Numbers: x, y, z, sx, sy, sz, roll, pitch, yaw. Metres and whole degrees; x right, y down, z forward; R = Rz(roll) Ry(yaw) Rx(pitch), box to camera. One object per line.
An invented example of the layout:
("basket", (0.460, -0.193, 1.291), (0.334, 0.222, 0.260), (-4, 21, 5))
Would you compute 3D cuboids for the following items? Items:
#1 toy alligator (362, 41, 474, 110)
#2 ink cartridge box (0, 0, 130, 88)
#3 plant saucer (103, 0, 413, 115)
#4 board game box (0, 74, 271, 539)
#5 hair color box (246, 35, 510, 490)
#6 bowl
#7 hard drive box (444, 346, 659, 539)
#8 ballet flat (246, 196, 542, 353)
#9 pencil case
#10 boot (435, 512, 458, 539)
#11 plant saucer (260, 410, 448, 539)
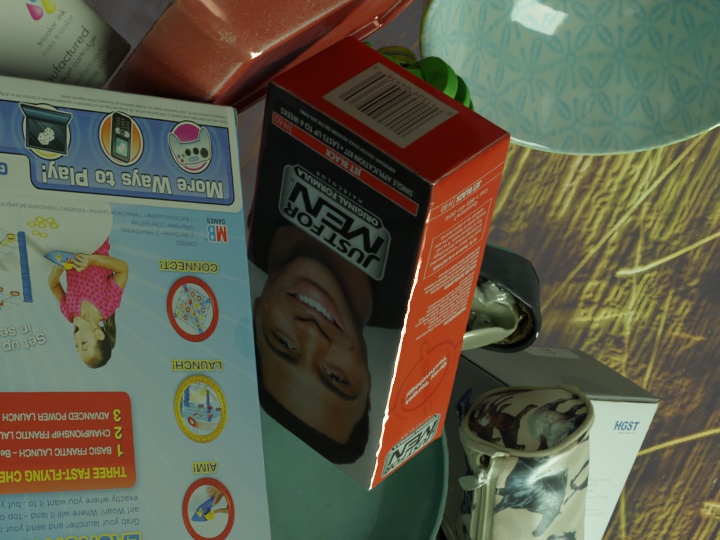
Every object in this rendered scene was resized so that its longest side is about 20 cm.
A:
("toy alligator", (0.041, -0.065, 1.010), (0.054, 0.060, 0.200), (-13, 147, 7))
("ink cartridge box", (-0.200, -0.108, 0.745), (0.116, 0.067, 0.200), (-54, 140, -4))
("plant saucer", (-0.024, -0.119, 0.841), (0.200, 0.200, 0.037), (-35, 91, -26))
("board game box", (-0.132, 0.026, 0.723), (0.199, 0.056, 0.197), (4, 77, -44))
("hair color box", (0.000, 0.000, 0.890), (0.061, 0.101, 0.201), (-34, 147, -38))
("bowl", (0.131, -0.163, 1.000), (0.200, 0.199, 0.108), (51, 33, -49))
("hard drive box", (0.090, 0.154, 1.204), (0.155, 0.077, 0.201), (8, 109, -47))
("ballet flat", (0.027, 0.006, 1.003), (0.199, 0.073, 0.073), (17, 102, -39))
("pencil case", (0.089, 0.166, 1.093), (0.089, 0.078, 0.201), (-17, 123, -33))
("boot", (-0.041, 0.150, 1.032), (0.174, 0.069, 0.201), (-23, 89, -38))
("plant saucer", (-0.044, 0.091, 0.985), (0.199, 0.036, 0.201), (13, 64, -29))
